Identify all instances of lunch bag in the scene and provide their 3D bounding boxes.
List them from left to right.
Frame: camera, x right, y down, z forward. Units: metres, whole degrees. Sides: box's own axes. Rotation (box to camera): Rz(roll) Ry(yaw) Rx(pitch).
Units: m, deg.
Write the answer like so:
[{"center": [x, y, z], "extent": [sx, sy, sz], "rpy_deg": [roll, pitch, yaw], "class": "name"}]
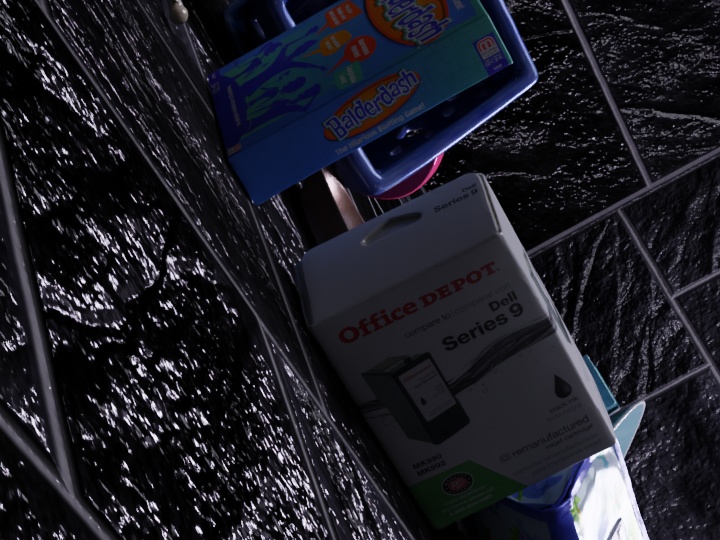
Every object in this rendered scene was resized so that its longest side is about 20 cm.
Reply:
[{"center": [0.142, 0.191, 1.470], "extent": [0.200, 0.127, 0.171], "rpy_deg": [-103, 174, -65], "class": "lunch bag"}]

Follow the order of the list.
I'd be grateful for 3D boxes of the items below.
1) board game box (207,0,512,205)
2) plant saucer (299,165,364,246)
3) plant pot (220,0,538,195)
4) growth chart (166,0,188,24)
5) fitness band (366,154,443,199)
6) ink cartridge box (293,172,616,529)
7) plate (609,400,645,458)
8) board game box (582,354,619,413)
[{"center": [-0.005, -0.140, 1.401], "extent": [0.045, 0.199, 0.152], "rpy_deg": [59, 5, -28], "class": "board game box"}, {"center": [0.000, 0.000, 1.664], "extent": [0.201, 0.034, 0.200], "rpy_deg": [62, 5, -10], "class": "plant saucer"}, {"center": [0.004, -0.197, 1.770], "extent": [0.201, 0.200, 0.180], "rpy_deg": [60, -20, -15], "class": "plant pot"}, {"center": [-0.174, -0.263, 1.401], "extent": [0.200, 0.018, 0.145], "rpy_deg": [59, 5, -41], "class": "growth chart"}, {"center": [0.014, -0.164, 1.929], "extent": [0.037, 0.143, 0.201], "rpy_deg": [-48, 143, -57], "class": "fitness band"}, {"center": [0.064, 0.056, 1.355], "extent": [0.200, 0.145, 0.084], "rpy_deg": [58, 10, -32], "class": "ink cartridge box"}, {"center": [0.176, 0.189, 1.681], "extent": [0.026, 0.201, 0.200], "rpy_deg": [31, -3, 15], "class": "plate"}, {"center": [0.139, 0.133, 1.670], "extent": [0.047, 0.151, 0.200], "rpy_deg": [58, 5, 8], "class": "board game box"}]
